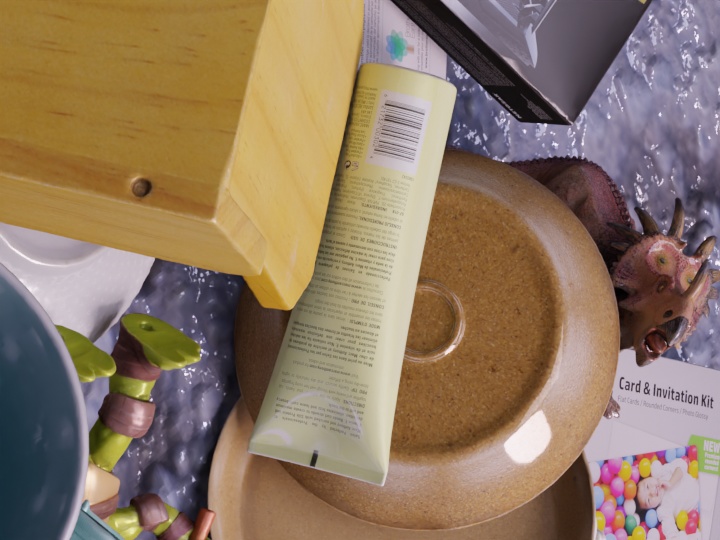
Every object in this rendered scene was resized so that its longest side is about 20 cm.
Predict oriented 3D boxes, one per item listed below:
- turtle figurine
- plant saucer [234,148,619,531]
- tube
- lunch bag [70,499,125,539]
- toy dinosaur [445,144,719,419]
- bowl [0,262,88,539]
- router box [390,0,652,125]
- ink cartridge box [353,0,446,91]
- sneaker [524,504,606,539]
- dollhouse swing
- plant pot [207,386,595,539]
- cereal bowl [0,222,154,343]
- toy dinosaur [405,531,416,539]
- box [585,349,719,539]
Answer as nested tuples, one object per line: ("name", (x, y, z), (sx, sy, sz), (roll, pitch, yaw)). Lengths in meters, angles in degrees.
("turtle figurine", (-0.126, 0.100, 1.154), (0.199, 0.064, 0.162), (3, 119, -30))
("plant saucer", (0.032, 0.030, 1.247), (0.035, 0.199, 0.202), (71, 31, -75))
("tube", (0.000, 0.000, 1.214), (0.052, 0.058, 0.202), (16, 84, -23))
("lunch bag", (-0.123, 0.210, 1.091), (0.171, 0.122, 0.200), (-50, 137, -8))
("toy dinosaur", (0.125, -0.012, 1.332), (0.085, 0.136, 0.201), (4, 47, -42))
("bowl", (-0.218, 0.085, 1.026), (0.199, 0.105, 0.202), (5, 69, -13))
("router box", (0.070, -0.195, 1.232), (0.200, 0.052, 0.158), (41, 75, -27))
("ink cartridge box", (-0.047, -0.158, 1.242), (0.199, 0.076, 0.138), (8, 82, -45))
("sneaker", (0.093, 0.115, 1.344), (0.073, 0.115, 0.202), (22, 73, -39))
("dollhouse swing", (-0.092, -0.097, 1.117), (0.180, 0.176, 0.202), (12, 73, -1))
("plant pot", (0.020, 0.122, 1.262), (0.198, 0.028, 0.202), (2, 65, -5))
("cereal bowl", (-0.163, -0.046, 1.128), (0.199, 0.083, 0.202), (0, 89, -43))
("toy dinosaur", (0.014, 0.222, 1.303), (0.102, 0.076, 0.202), (10, 67, -80))
("box", (0.152, 0.149, 1.450), (0.155, 0.041, 0.202), (14, 79, -43))
